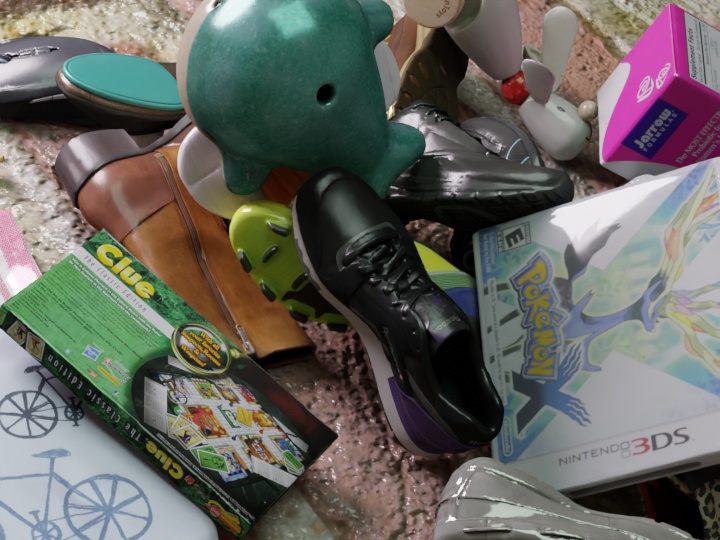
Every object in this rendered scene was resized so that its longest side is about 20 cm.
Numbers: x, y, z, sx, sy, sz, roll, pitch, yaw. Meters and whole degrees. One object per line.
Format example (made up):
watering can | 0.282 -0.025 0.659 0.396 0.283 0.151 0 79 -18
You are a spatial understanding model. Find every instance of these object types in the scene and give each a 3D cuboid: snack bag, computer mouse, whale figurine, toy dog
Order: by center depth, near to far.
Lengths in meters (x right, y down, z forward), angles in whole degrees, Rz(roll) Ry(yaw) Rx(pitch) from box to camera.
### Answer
snack bag | -0.200 0.105 1.118 0.187 0.021 0.201 -9 56 -27
whale figurine | -0.025 -0.106 1.218 0.159 0.200 0.104 -49 37 -5
computer mouse | -0.246 -0.127 1.363 0.198 0.046 0.141 5 40 -15
toy dog | 0.125 -0.189 1.471 0.200 0.096 0.132 37 35 -27

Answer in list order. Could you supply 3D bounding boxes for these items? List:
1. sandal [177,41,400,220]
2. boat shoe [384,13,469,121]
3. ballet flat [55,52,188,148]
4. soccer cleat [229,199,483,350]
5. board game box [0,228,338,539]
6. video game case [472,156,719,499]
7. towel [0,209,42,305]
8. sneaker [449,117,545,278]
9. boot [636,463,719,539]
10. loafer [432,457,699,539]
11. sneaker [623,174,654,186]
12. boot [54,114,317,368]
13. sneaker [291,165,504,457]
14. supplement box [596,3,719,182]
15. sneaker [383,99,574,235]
sandal | -0.053 -0.095 1.308 0.206 0.059 0.080 -36 105 -37
boat shoe | 0.035 -0.140 1.473 0.067 0.072 0.201 -19 28 24
ballet flat | -0.136 -0.120 1.375 0.199 0.069 0.068 -8 46 -38
soccer cleat | 0.000 0.001 1.272 0.199 0.065 0.084 26 37 -19
board game box | -0.117 0.066 1.154 0.200 0.024 0.105 41 44 7
video game case | 0.162 0.041 1.209 0.181 0.022 0.201 -17 58 24
towel | -0.286 0.026 1.189 0.199 0.030 0.147 -13 48 -31
sneaker | 0.101 -0.041 1.371 0.079 0.076 0.201 -5 45 -22
boot | 0.240 0.078 1.211 0.153 0.205 0.073 -26 22 -35
loafer | 0.138 0.180 1.145 0.199 0.070 0.070 19 50 8
sneaker | 0.249 -0.008 1.361 0.114 0.073 0.200 31 -3 -21
boot | -0.086 -0.024 1.293 0.187 0.069 0.200 -9 52 -45
sneaker | 0.033 0.020 1.187 0.075 0.087 0.201 -32 96 -26
supplement box | 0.289 -0.099 1.447 0.199 0.101 0.104 26 38 -14
sneaker | 0.057 -0.074 1.321 0.199 0.076 0.091 6 71 28
